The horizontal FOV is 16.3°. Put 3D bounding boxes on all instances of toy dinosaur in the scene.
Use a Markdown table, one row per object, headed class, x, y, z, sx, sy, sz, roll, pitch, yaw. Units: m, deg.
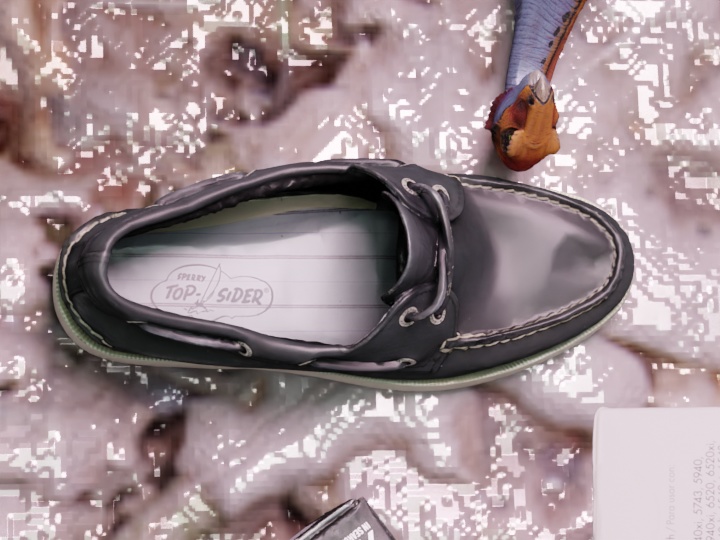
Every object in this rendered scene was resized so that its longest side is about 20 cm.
| class | x | y | z | sx | sy | sz | roll | pitch | yaw |
| --- | --- | --- | --- | --- | --- | --- | --- | --- | --- |
| toy dinosaur | 0.084 | -0.128 | 0.864 | 0.200 | 0.105 | 0.182 | -8 | 101 | -22 |

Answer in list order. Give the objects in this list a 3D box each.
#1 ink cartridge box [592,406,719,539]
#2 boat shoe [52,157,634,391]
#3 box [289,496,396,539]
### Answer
| class | x | y | z | sx | sy | sz | roll | pitch | yaw |
| --- | --- | --- | --- | --- | --- | --- | --- | --- | --- |
| ink cartridge box | 0.137 | 0.090 | 0.790 | 0.200 | 0.116 | 0.068 | -2 | 67 | 11 |
| boat shoe | 0.000 | -0.002 | 0.832 | 0.199 | 0.066 | 0.075 | 3 | 78 | -8 |
| box | -0.034 | 0.195 | 0.778 | 0.200 | 0.086 | 0.164 | -37 | 87 | -13 |
